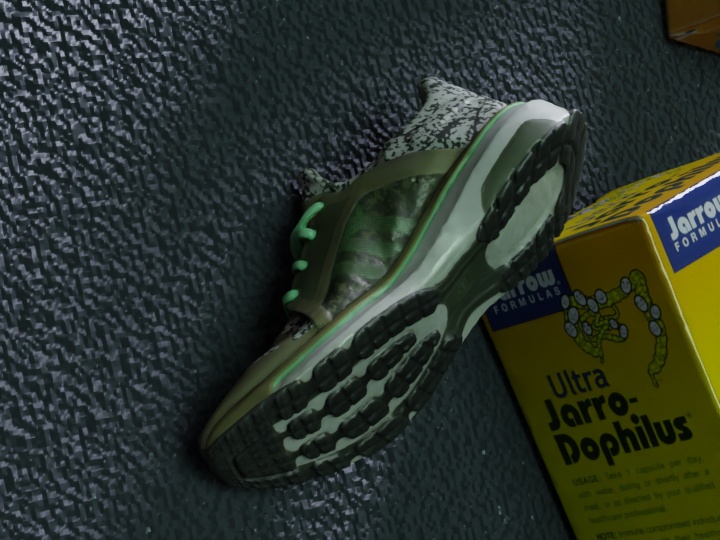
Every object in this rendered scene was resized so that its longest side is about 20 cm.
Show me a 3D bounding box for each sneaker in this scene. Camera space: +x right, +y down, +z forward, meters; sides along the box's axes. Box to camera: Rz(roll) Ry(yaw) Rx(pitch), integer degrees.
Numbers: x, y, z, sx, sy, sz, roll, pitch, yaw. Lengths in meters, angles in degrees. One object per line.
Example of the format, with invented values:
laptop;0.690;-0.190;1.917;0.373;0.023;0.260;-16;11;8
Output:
sneaker;0.000;0.000;0.749;0.200;0.088;0.077;-45;146;-20

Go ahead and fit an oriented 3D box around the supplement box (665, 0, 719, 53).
supplement box;0.187;-0.210;0.949;0.068;0.066;0.202;11;72;-40

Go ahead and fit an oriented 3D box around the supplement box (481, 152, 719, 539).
supplement box;0.149;0.062;0.815;0.108;0.109;0.202;-27;95;-40
